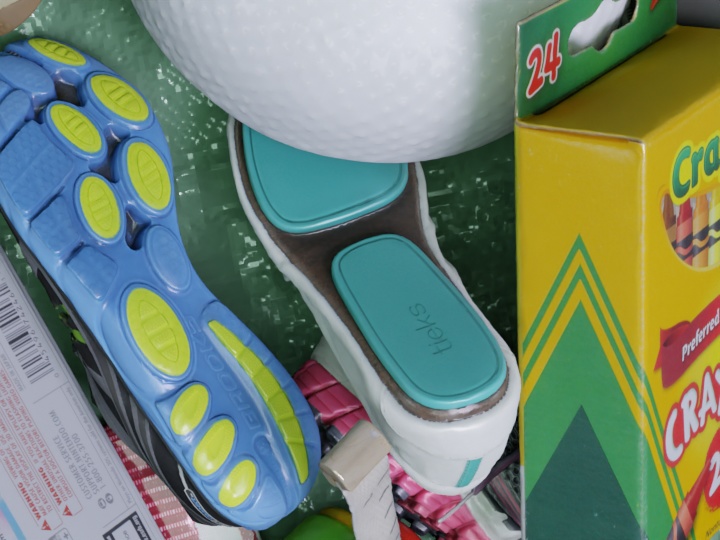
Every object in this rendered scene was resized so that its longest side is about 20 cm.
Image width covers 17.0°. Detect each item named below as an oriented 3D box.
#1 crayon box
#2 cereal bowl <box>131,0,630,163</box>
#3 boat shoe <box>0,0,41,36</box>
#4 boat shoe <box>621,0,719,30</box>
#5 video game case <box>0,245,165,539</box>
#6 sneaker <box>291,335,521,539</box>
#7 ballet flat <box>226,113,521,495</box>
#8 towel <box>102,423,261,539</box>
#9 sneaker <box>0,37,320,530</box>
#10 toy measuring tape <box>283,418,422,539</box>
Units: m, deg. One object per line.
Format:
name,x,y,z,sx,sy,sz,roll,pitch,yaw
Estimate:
crayon box,0.102,-0.001,0.827,0.050,0.127,0.202,10,116,30
cereal bowl,0.010,-0.144,0.827,0.198,0.083,0.202,2,77,-7
boat shoe,-0.113,-0.182,0.818,0.064,0.071,0.201,25,70,-28
boat shoe,0.147,-0.065,0.893,0.071,0.061,0.203,-20,100,-1
video game case,-0.146,0.089,0.829,0.024,0.182,0.201,-26,94,35
sneaker,0.065,0.085,0.903,0.200,0.081,0.075,42,78,-13
ballet flat,0.000,0.000,0.853,0.069,0.201,0.070,-15,138,-14
towel,-0.128,0.144,0.925,0.199,0.023,0.145,-19,98,-3
sneaker,-0.089,0.009,0.878,0.071,0.083,0.200,-28,87,-31
toy measuring tape,-0.009,0.102,0.867,0.073,0.074,0.201,-16,144,-2
